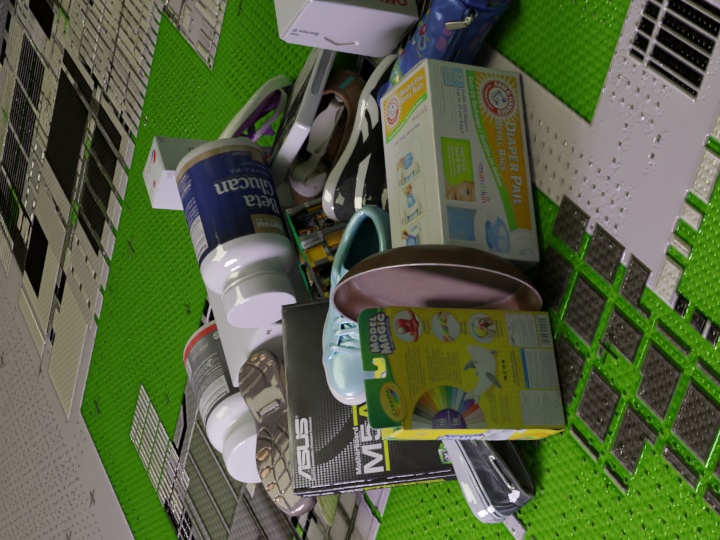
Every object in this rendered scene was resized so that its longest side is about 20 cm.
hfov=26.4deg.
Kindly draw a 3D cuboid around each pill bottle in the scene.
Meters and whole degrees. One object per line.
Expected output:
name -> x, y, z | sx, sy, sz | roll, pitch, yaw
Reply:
pill bottle -> -0.149, 0.164, 1.953 | 0.116, 0.115, 0.201 | -66, 34, 35
pill bottle -> -0.138, -0.041, 1.757 | 0.111, 0.110, 0.202 | -51, 50, 49

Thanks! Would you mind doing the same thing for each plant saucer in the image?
plant saucer -> 0.071, 0.018, 1.443 | 0.200, 0.198, 0.032 | -35, 49, 57

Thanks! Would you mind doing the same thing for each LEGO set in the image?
LEGO set -> 0.000, 0.000, 1.724 | 0.201, 0.115, 0.155 | -118, 11, -52

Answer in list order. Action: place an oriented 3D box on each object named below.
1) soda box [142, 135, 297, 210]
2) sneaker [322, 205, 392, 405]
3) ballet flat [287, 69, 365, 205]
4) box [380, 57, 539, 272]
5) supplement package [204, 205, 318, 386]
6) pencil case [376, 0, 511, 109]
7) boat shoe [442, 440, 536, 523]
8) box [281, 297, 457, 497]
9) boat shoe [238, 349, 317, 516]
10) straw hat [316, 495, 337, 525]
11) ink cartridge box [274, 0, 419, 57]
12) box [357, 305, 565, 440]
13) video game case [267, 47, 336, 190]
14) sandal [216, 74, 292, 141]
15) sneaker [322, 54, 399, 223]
soda box -> -0.167, -0.116, 1.926 | 0.064, 0.198, 0.068 | -65, 34, 38
sneaker -> -0.007, 0.030, 1.537 | 0.073, 0.082, 0.202 | 2, 76, 19
ballet flat -> -0.049, -0.144, 1.827 | 0.067, 0.072, 0.201 | 32, 122, 9
box -> 0.095, -0.092, 1.499 | 0.101, 0.111, 0.202 | -34, 57, 58
supplement package -> -0.107, 0.031, 1.878 | 0.120, 0.120, 0.201 | -62, 35, 39
pencil case -> 0.085, -0.227, 1.571 | 0.087, 0.077, 0.201 | -77, 12, -45
boat shoe -> 0.111, 0.139, 1.474 | 0.071, 0.072, 0.201 | -31, 80, 28
box -> 0.018, 0.122, 1.572 | 0.048, 0.191, 0.202 | 42, -138, -69
boat shoe -> -0.078, 0.185, 1.753 | 0.074, 0.073, 0.202 | -28, 60, 24
straw hat -> -0.012, 0.182, 1.704 | 0.201, 0.084, 0.203 | -10, -90, -87
ink cartridge box -> -0.025, -0.355, 1.733 | 0.084, 0.145, 0.202 | -42, 51, 52
box -> 0.086, 0.095, 1.400 | 0.048, 0.198, 0.119 | -36, 55, 56
video game case -> -0.071, -0.195, 1.838 | 0.200, 0.023, 0.183 | 127, 163, -59
sandal -> -0.120, -0.195, 1.927 | 0.083, 0.050, 0.203 | -50, 2, 32
sneaker -> 0.046, -0.134, 1.668 | 0.111, 0.073, 0.202 | 15, 75, 28
